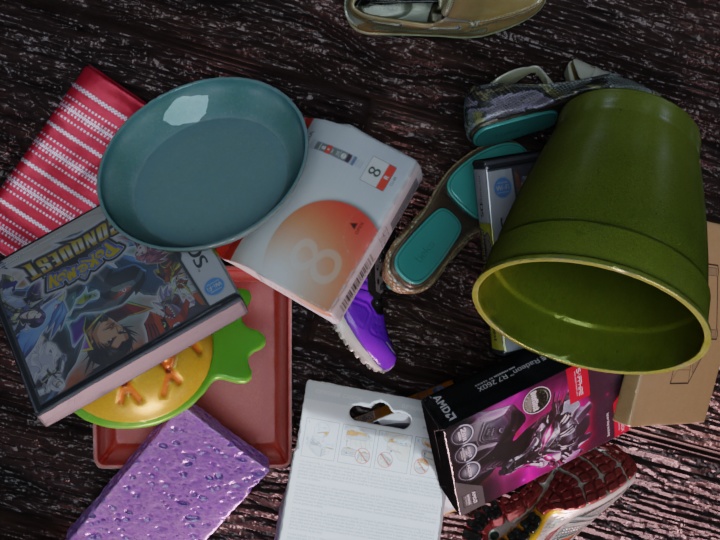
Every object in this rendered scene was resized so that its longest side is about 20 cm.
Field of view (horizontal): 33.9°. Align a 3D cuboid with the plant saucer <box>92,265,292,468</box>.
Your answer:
[{"bbox_3d":[-0.166,0.094,1.173,0.196,0.037,0.203,0,97,-2],"label":"plant saucer"}]

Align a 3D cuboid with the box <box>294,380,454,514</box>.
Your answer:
[{"bbox_3d":[0.045,0.195,1.194,0.198,0.041,0.120,-21,98,3],"label":"box"}]

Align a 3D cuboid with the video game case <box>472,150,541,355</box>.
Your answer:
[{"bbox_3d":[0.207,-0.027,1.135,0.197,0.025,0.184,-10,99,-22],"label":"video game case"}]

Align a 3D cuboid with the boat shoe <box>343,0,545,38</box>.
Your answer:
[{"bbox_3d":[0.083,-0.253,1.114,0.197,0.076,0.073,-10,98,-1],"label":"boat shoe"}]

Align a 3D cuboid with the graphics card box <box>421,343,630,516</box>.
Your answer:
[{"bbox_3d":[0.160,0.136,1.113,0.198,0.051,0.127,-23,130,-12],"label":"graphics card box"}]

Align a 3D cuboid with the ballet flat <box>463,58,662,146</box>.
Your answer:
[{"bbox_3d":[0.193,-0.169,1.136,0.197,0.072,0.073,-8,98,-8],"label":"ballet flat"}]

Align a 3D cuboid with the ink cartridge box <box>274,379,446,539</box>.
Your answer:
[{"bbox_3d":[0.003,0.222,1.166,0.160,0.050,0.203,10,81,-4],"label":"ink cartridge box"}]

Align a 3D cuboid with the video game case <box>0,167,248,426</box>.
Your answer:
[{"bbox_3d":[-0.222,0.017,1.052,0.198,0.026,0.181,-29,54,-7],"label":"video game case"}]

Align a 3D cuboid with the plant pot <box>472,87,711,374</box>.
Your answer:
[{"bbox_3d":[0.215,-0.043,1.014,0.198,0.201,0.195,20,66,-5],"label":"plant pot"}]

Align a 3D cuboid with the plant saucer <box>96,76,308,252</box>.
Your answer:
[{"bbox_3d":[-0.139,-0.090,1.069,0.197,0.202,0.036,-17,143,0],"label":"plant saucer"}]

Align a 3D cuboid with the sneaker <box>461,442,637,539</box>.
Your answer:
[{"bbox_3d":[0.193,0.244,1.197,0.198,0.078,0.083,-30,136,-7],"label":"sneaker"}]

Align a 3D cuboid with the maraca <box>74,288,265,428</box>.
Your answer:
[{"bbox_3d":[-0.188,0.071,1.100,0.197,0.107,0.139,-16,79,-17],"label":"maraca"}]

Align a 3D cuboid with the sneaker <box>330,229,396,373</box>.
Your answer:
[{"bbox_3d":[0.000,0.000,1.150,0.099,0.070,0.202,-30,99,0],"label":"sneaker"}]

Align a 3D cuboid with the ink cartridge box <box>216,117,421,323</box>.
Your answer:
[{"bbox_3d":[-0.065,-0.070,1.091,0.198,0.050,0.163,29,80,12],"label":"ink cartridge box"}]

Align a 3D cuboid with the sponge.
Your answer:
[{"bbox_3d":[-0.191,0.228,1.166,0.111,0.030,0.200,37,106,-17],"label":"sponge"}]

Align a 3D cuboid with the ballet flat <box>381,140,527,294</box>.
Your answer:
[{"bbox_3d":[0.086,-0.052,1.142,0.200,0.065,0.071,-42,92,-22],"label":"ballet flat"}]

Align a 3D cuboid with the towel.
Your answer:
[{"bbox_3d":[-0.258,-0.079,1.131,0.144,0.022,0.201,34,85,-1],"label":"towel"}]

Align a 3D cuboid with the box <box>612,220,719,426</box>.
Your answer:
[{"bbox_3d":[0.315,0.051,1.141,0.162,0.021,0.203,5,101,-48],"label":"box"}]
